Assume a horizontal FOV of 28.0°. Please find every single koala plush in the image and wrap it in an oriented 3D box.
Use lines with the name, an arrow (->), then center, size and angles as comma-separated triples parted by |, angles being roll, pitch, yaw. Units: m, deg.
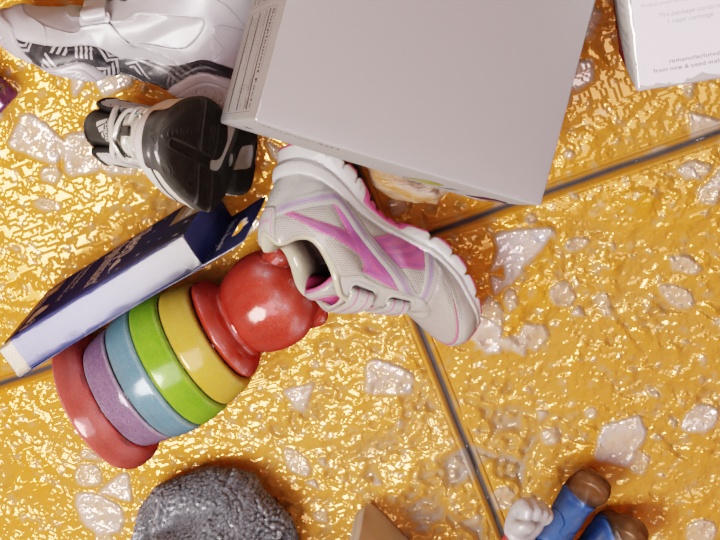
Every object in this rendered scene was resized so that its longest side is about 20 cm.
koala plush -> -0.128, 0.269, 1.120 | 0.176, 0.200, 0.185 | 12, 110, 1

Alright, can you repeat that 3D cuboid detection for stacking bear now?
stacking bear -> -0.123, 0.056, 1.098 | 0.200, 0.114, 0.122 | -32, 104, 10

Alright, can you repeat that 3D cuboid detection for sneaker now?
sneaker -> 0.000, 0.000, 1.055 | 0.200, 0.081, 0.088 | 38, 65, -15
sneaker -> -0.157, -0.191, 1.030 | 0.199, 0.075, 0.115 | 12, 109, -5
sneaker -> -0.149, -0.084, 1.003 | 0.115, 0.200, 0.076 | 7, 92, 10

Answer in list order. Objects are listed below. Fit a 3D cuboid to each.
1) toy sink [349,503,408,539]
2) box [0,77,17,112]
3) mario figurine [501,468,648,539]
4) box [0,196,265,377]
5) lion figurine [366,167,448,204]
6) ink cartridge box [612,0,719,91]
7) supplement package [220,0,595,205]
toy sink -> 0.027, 0.313, 1.161 | 0.112, 0.130, 0.200 | -40, 103, 17
box -> -0.376, -0.154, 1.078 | 0.137, 0.039, 0.200 | -41, 101, 16
mario figurine -> 0.146, 0.251, 1.096 | 0.123, 0.106, 0.200 | 34, 66, 20
box -> -0.166, -0.001, 1.071 | 0.199, 0.121, 0.032 | -29, 104, 13
lion figurine -> 0.027, -0.150, 1.029 | 0.122, 0.073, 0.201 | 10, 105, -9
ink cartridge box -> 0.201, -0.234, 0.945 | 0.083, 0.145, 0.201 | -8, 108, 9
supplement package -> 0.030, -0.143, 0.946 | 0.199, 0.111, 0.157 | 15, 90, -17
